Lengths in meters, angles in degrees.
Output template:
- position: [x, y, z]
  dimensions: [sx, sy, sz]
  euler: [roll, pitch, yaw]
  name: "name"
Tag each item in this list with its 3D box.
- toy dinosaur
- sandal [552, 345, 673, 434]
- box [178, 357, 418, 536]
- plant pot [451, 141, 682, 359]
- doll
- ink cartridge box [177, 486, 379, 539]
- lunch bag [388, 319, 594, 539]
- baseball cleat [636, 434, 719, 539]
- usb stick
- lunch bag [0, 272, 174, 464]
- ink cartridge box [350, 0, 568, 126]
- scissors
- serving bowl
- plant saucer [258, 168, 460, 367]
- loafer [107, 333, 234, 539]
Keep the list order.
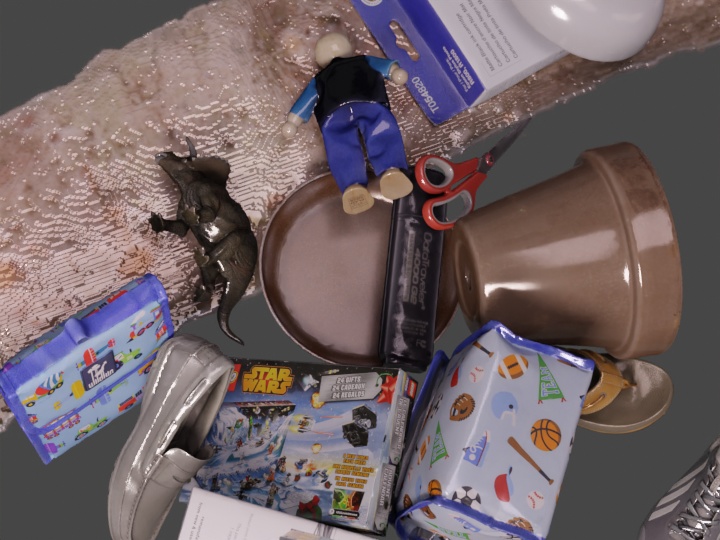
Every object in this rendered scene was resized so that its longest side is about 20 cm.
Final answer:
- position: [-0.132, -0.032, 1.234]
  dimensions: [0.102, 0.077, 0.201]
  euler: [-33, 94, -50]
  name: "toy dinosaur"
- position: [0.205, 0.103, 1.259]
  dimensions: [0.198, 0.054, 0.081]
  euler: [15, 71, -4]
  name: "sandal"
- position: [-0.055, 0.150, 1.151]
  dimensions: [0.199, 0.040, 0.138]
  euler: [2, 68, 32]
  name: "box"
- position: [0.180, -0.007, 1.216]
  dimensions: [0.173, 0.200, 0.202]
  euler: [-9, 74, -8]
  name: "plant pot"
- position: [-0.013, -0.154, 1.286]
  dimensions: [0.135, 0.049, 0.201]
  euler: [-20, 59, 10]
  name: "doll"
- position: [-0.061, 0.260, 1.119]
  dimensions: [0.198, 0.146, 0.085]
  euler: [16, 70, -5]
  name: "ink cartridge box"
- position: [0.098, 0.154, 1.149]
  dimensions: [0.123, 0.200, 0.171]
  euler: [24, 71, -6]
  name: "lunch bag"
- position: [0.319, 0.205, 1.218]
  dimensions: [0.069, 0.107, 0.200]
  euler: [31, 65, 16]
  name: "baseball cleat"
- position: [0.050, -0.004, 1.248]
  dimensions: [0.055, 0.033, 0.202]
  euler: [11, 71, -15]
  name: "usb stick"
- position: [-0.235, 0.070, 1.121]
  dimensions: [0.150, 0.200, 0.094]
  euler: [-33, 80, -17]
  name: "lunch bag"
- position: [0.108, -0.278, 1.370]
  dimensions: [0.199, 0.041, 0.200]
  euler: [-30, 80, -17]
  name: "ink cartridge box"
- position: [0.121, -0.096, 1.299]
  dimensions: [0.199, 0.014, 0.074]
  euler: [-25, 94, -44]
  name: "scissors"
- position: [0.237, -0.316, 1.358]
  dimensions: [0.199, 0.066, 0.202]
  euler: [12, 59, -21]
  name: "serving bowl"
- position: [0.000, 0.000, 1.271]
  dimensions: [0.198, 0.032, 0.202]
  euler: [3, 73, -9]
  name: "plant saucer"
- position: [-0.163, 0.155, 1.138]
  dimensions: [0.069, 0.070, 0.202]
  euler: [25, 104, 27]
  name: "loafer"
